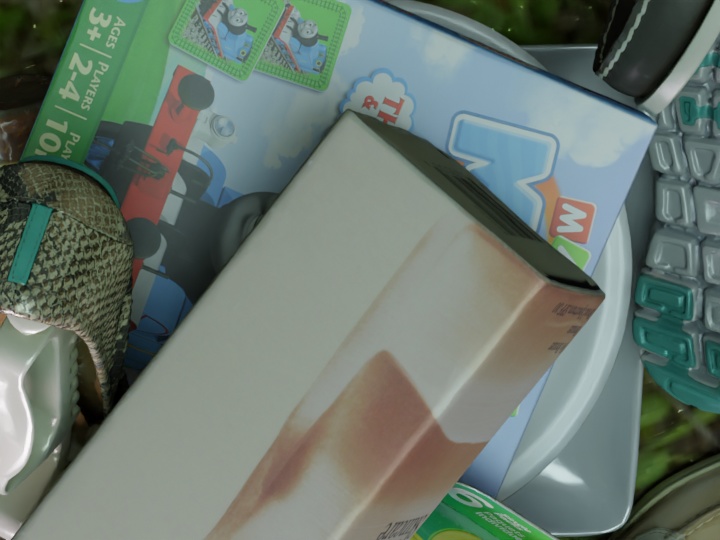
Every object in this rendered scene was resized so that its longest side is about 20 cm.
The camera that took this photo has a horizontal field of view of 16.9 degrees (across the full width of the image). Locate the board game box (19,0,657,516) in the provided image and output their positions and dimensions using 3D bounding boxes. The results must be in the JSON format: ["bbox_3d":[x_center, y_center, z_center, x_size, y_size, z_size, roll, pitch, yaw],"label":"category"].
[{"bbox_3d":[-0.017,-0.022,0.844,0.199,0.037,0.152,22,98,-7],"label":"board game box"}]

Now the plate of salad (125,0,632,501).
[{"bbox_3d":[0.000,0.000,0.891,0.198,0.048,0.202,0,99,-3],"label":"plate of salad"}]

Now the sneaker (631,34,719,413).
[{"bbox_3d":[0.148,-0.052,0.914,0.077,0.091,0.202,16,115,23],"label":"sneaker"}]

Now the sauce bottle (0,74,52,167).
[{"bbox_3d":[-0.121,0.030,0.905,0.065,0.066,0.202,-8,107,-6],"label":"sauce bottle"}]

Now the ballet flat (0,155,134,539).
[{"bbox_3d":[-0.107,0.043,0.789,0.067,0.076,0.201,15,148,4],"label":"ballet flat"}]

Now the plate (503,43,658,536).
[{"bbox_3d":[0.015,0.006,0.937,0.198,0.032,0.202,0,107,-10],"label":"plate"}]

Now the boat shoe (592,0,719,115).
[{"bbox_3d":[0.115,-0.152,0.809,0.060,0.072,0.203,18,109,-10],"label":"boat shoe"}]

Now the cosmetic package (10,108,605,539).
[{"bbox_3d":[-0.021,0.056,0.778,0.087,0.103,0.200,41,100,13],"label":"cosmetic package"}]

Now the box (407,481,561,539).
[{"bbox_3d":[0.013,0.135,0.897,0.117,0.049,0.199,32,143,-28],"label":"box"}]

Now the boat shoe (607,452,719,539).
[{"bbox_3d":[0.117,0.142,0.979,0.199,0.065,0.072,-33,110,2],"label":"boat shoe"}]
